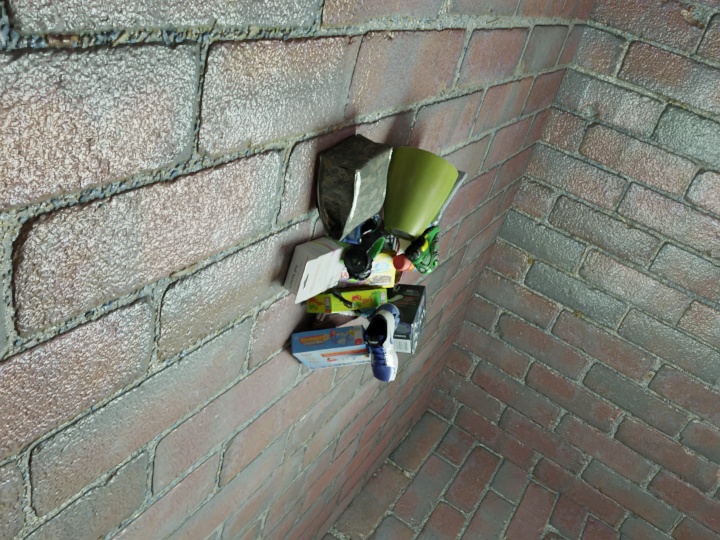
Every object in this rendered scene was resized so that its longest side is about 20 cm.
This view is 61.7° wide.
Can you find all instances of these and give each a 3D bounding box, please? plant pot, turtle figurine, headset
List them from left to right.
[{"bbox_3d":[0.005,-0.006,1.493,0.201,0.094,0.124,-50,167,-9],"label":"headset"},{"bbox_3d":[0.035,-0.059,1.686,0.150,0.099,0.203,-102,-161,-73],"label":"turtle figurine"},{"bbox_3d":[0.135,-0.188,1.578,0.187,0.185,0.203,47,63,-69],"label":"plant pot"}]

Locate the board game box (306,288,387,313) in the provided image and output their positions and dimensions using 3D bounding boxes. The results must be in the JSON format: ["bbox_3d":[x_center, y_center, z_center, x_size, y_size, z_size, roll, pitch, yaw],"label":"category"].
[{"bbox_3d":[-0.034,0.078,1.587,0.198,0.101,0.048,-5,91,-43],"label":"board game box"}]

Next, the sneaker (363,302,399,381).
[{"bbox_3d":[0.046,0.192,1.556,0.115,0.079,0.203,-21,115,-65],"label":"sneaker"}]

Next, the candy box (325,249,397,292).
[{"bbox_3d":[0.000,0.000,1.588,0.197,0.026,0.104,-4,111,-22],"label":"candy box"}]

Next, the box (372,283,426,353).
[{"bbox_3d":[0.116,0.135,1.752,0.201,0.120,0.107,-62,152,-54],"label":"box"}]

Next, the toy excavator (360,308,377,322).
[{"bbox_3d":[0.033,0.034,1.822,0.195,0.099,0.201,-54,151,-22],"label":"toy excavator"}]

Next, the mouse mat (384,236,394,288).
[{"bbox_3d":[0.082,-0.024,1.729,0.161,0.007,0.203,37,63,-88],"label":"mouse mat"}]

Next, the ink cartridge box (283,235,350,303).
[{"bbox_3d":[-0.113,-0.006,1.432,0.199,0.067,0.119,-25,139,-61],"label":"ink cartridge box"}]

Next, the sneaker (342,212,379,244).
[{"bbox_3d":[0.018,-0.144,1.536,0.202,0.088,0.079,-60,161,-22],"label":"sneaker"}]

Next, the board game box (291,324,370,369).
[{"bbox_3d":[-0.069,0.214,1.653,0.196,0.197,0.057,65,18,-66],"label":"board game box"}]

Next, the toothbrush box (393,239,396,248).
[{"bbox_3d":[0.171,-0.149,1.852,0.201,0.084,0.148,-64,167,-44],"label":"toothbrush box"}]

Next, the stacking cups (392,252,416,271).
[{"bbox_3d":[0.137,-0.030,1.644,0.061,0.060,0.199,-65,158,11],"label":"stacking cups"}]

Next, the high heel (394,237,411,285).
[{"bbox_3d":[0.123,-0.053,1.711,0.201,0.066,0.097,117,-20,-44],"label":"high heel"}]

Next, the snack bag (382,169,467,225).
[{"bbox_3d":[0.183,-0.226,1.693,0.190,0.198,0.021,-56,140,-14],"label":"snack bag"}]

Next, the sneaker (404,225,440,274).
[{"bbox_3d":[0.174,-0.055,1.607,0.077,0.086,0.200,-22,-161,32],"label":"sneaker"}]

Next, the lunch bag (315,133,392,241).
[{"bbox_3d":[-0.019,-0.182,1.362,0.164,0.116,0.202,-41,147,-46],"label":"lunch bag"}]

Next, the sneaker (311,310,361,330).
[{"bbox_3d":[-0.080,0.143,1.720,0.116,0.075,0.199,-59,150,9],"label":"sneaker"}]
